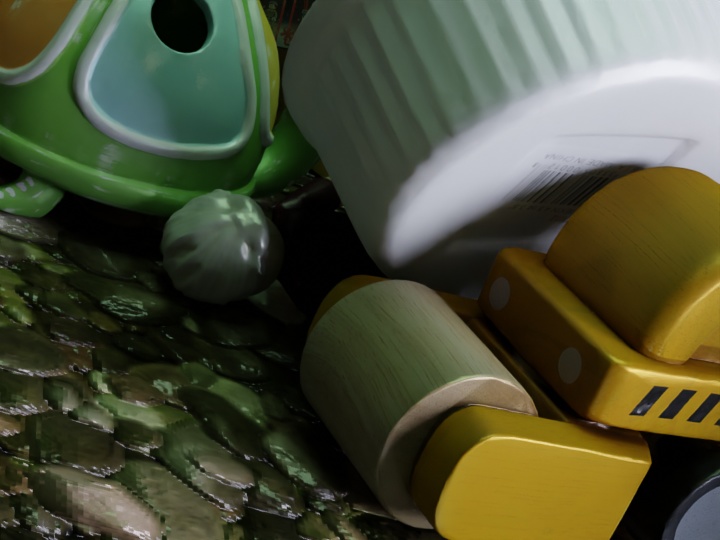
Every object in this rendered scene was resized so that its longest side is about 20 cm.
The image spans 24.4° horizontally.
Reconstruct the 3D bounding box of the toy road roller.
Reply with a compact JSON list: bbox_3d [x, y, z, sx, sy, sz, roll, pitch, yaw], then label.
[{"bbox_3d":[0.090,0.028,0.676,0.200,0.146,0.123,11,23,-32],"label":"toy road roller"}]

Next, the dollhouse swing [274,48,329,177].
[{"bbox_3d":[0.055,-0.145,1.051,0.200,0.176,0.182,-1,31,-47],"label":"dollhouse swing"}]

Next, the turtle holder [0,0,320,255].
[{"bbox_3d":[-0.091,-0.088,0.798,0.185,0.132,0.141,21,19,-4],"label":"turtle holder"}]

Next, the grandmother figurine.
[{"bbox_3d":[0.000,0.000,0.789,0.200,0.061,0.121,8,33,-31],"label":"grandmother figurine"}]

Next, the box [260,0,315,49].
[{"bbox_3d":[-0.109,-0.174,0.936,0.200,0.040,0.137,11,22,-13],"label":"box"}]

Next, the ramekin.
[{"bbox_3d":[0.075,-0.071,0.723,0.200,0.200,0.098,4,55,-43],"label":"ramekin"}]
